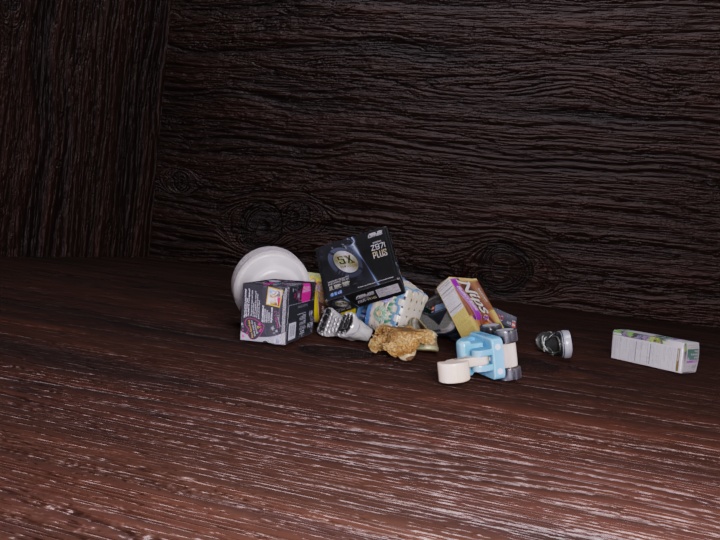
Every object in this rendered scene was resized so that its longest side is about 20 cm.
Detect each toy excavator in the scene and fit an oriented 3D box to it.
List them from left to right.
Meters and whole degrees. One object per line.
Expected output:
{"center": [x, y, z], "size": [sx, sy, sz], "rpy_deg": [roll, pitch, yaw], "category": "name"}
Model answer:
{"center": [0.220, 0.175, 1.250], "size": [0.198, 0.101, 0.194], "rpy_deg": [-8, 4, -14], "category": "toy excavator"}

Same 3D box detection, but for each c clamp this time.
{"center": [0.273, 0.091, 1.773], "size": [0.199, 0.027, 0.171], "rpy_deg": [22, -33, -29], "category": "c clamp"}

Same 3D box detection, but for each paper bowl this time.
{"center": [-0.226, 0.046, 1.637], "size": [0.199, 0.202, 0.104], "rpy_deg": [5, 13, -20], "category": "paper bowl"}

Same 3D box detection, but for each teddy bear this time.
{"center": [0.089, 0.159, 1.429], "size": [0.144, 0.067, 0.200], "rpy_deg": [1, 1, -24], "category": "teddy bear"}

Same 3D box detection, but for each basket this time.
{"center": [0.074, 0.087, 1.735], "size": [0.138, 0.178, 0.199], "rpy_deg": [16, 1, -38], "category": "basket"}

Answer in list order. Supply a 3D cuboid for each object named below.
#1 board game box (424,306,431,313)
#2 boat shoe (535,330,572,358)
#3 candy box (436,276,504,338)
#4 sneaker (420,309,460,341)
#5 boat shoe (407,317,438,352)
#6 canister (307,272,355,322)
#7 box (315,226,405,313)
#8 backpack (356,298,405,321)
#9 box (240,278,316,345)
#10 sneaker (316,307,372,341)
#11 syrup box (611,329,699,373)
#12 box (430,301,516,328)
{"center": [0.290, 0.150, 1.998], "size": [0.134, 0.029, 0.200], "rpy_deg": [5, 15, -32], "category": "board game box"}
{"center": [0.505, 0.196, 1.680], "size": [0.070, 0.073, 0.200], "rpy_deg": [-3, -8, 4], "category": "boat shoe"}
{"center": [0.284, 0.113, 1.598], "size": [0.116, 0.201, 0.056], "rpy_deg": [4, -38, -41], "category": "candy box"}
{"center": [0.228, 0.157, 1.724], "size": [0.145, 0.078, 0.202], "rpy_deg": [18, -16, -34], "category": "sneaker"}
{"center": [0.147, 0.158, 1.563], "size": [0.073, 0.064, 0.201], "rpy_deg": [6, 3, -4], "category": "boat shoe"}
{"center": [-0.117, 0.076, 1.772], "size": [0.198, 0.150, 0.087], "rpy_deg": [6, 29, 13], "category": "canister"}
{"center": [0.000, 0.000, 1.652], "size": [0.199, 0.165, 0.086], "rpy_deg": [-17, -31, 8], "category": "box"}
{"center": [0.041, 0.101, 1.930], "size": [0.199, 0.155, 0.163], "rpy_deg": [28, 4, -3], "category": "backpack"}
{"center": [-0.188, 0.091, 1.477], "size": [0.114, 0.133, 0.200], "rpy_deg": [5, 4, 14], "category": "box"}
{"center": [-0.043, 0.141, 1.579], "size": [0.081, 0.076, 0.200], "rpy_deg": [26, -9, -28], "category": "sneaker"}
{"center": [0.772, 0.210, 1.684], "size": [0.078, 0.082, 0.199], "rpy_deg": [3, 3, -36], "category": "syrup box"}
{"center": [0.313, 0.130, 1.773], "size": [0.199, 0.038, 0.136], "rpy_deg": [22, -28, -27], "category": "box"}
